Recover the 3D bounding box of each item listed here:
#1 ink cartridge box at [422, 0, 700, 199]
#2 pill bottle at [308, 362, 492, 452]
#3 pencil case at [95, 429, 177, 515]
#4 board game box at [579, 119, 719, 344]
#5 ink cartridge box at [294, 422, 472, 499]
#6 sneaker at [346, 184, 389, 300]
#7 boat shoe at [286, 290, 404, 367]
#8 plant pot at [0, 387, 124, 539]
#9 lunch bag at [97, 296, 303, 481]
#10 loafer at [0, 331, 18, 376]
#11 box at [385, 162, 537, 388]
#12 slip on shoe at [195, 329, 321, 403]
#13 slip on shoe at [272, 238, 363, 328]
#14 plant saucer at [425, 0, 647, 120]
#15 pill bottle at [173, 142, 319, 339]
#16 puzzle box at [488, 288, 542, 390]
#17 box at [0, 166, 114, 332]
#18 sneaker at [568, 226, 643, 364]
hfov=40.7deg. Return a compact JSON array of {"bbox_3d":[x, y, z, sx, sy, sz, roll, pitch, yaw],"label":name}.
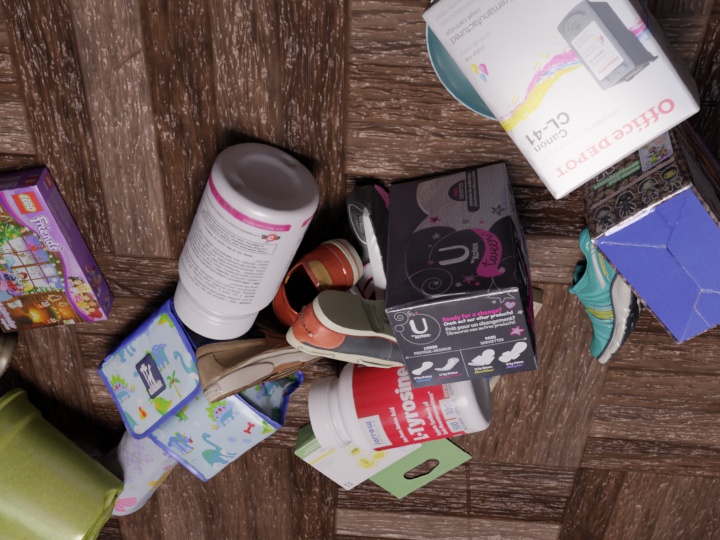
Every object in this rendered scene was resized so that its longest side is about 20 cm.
[{"bbox_3d":[0.170,-0.186,0.819,0.147,0.086,0.200,-33,101,27],"label":"ink cartridge box"},{"bbox_3d":[0.045,0.149,1.138,0.199,0.113,0.112,-15,128,17],"label":"pill bottle"},{"bbox_3d":[-0.292,0.246,1.303,0.091,0.083,0.200,50,127,12],"label":"pencil case"},{"bbox_3d":[0.283,-0.064,0.907,0.097,0.200,0.159,-31,122,26],"label":"board game box"},{"bbox_3d":[0.032,0.248,1.303,0.200,0.048,0.145,40,122,-23],"label":"ink cartridge box"},{"bbox_3d":[0.000,0.000,1.072,0.086,0.080,0.201,2,126,17],"label":"sneaker"},{"bbox_3d":[0.016,0.071,1.022,0.199,0.071,0.063,15,132,-38],"label":"boat shoe"},{"bbox_3d":[-0.412,0.282,1.236,0.184,0.201,0.201,30,129,0],"label":"plant pot"},{"bbox_3d":[-0.201,0.138,1.181,0.200,0.128,0.170,43,125,-13],"label":"lunch bag"},{"bbox_3d":[-0.509,0.137,1.235,0.067,0.076,0.200,35,115,-23],"label":"loafer"},{"bbox_3d":[0.101,0.000,0.978,0.132,0.200,0.115,-11,131,13],"label":"box"},{"bbox_3d":[-0.105,0.094,1.120,0.076,0.200,0.061,-37,76,47],"label":"slip on shoe"},{"bbox_3d":[-0.062,0.022,1.064,0.074,0.061,0.200,57,152,3],"label":"slip on shoe"},{"bbox_3d":[0.160,-0.226,0.892,0.199,0.027,0.201,2,130,3],"label":"plant saucer"},{"bbox_3d":[-0.128,-0.026,1.032,0.113,0.114,0.200,19,129,-12],"label":"pill bottle"},{"bbox_3d":[0.118,0.083,1.165,0.132,0.025,0.200,15,131,-7],"label":"puzzle box"},{"bbox_3d":[-0.384,-0.019,1.107,0.136,0.039,0.201,-8,130,10],"label":"box"},{"bbox_3d":[0.275,0.024,1.084,0.079,0.078,0.200,22,142,26],"label":"sneaker"}]
